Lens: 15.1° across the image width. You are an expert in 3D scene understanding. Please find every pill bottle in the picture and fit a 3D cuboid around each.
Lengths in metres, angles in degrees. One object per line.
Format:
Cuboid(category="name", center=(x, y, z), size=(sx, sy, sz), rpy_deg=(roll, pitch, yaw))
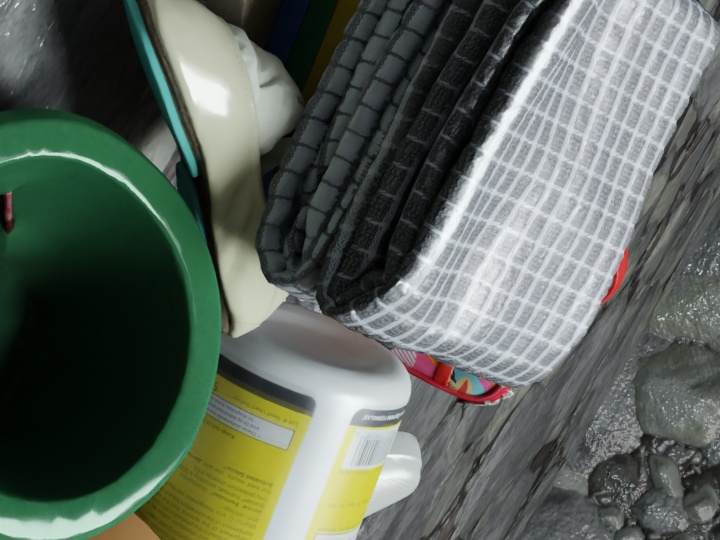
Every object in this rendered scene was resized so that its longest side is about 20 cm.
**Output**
Cuboid(category="pill bottle", center=(-0.058, 0.121, 1.325), size=(0.200, 0.112, 0.112), rpy_deg=(-69, 166, 13))

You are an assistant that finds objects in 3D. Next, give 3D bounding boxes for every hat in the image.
Cuboid(category="hat", center=(-0.168, 0.023, 1.108), size=(0.200, 0.176, 0.166), rpy_deg=(45, 66, -35))

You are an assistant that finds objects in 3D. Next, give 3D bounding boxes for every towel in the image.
Cuboid(category="towel", center=(0.062, -0.056, 1.123), size=(0.166, 0.086, 0.200), rpy_deg=(21, 98, -56))

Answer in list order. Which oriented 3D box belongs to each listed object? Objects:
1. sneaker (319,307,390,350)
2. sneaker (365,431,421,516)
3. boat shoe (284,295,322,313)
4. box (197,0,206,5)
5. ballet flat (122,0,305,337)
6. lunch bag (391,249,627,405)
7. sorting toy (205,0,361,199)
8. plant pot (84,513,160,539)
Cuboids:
Cuboid(category="sneaker", center=(0.000, 0.000, 1.360), size=(0.200, 0.070, 0.090), rpy_deg=(13, 95, -32))
Cuboid(category="sneaker", center=(-0.047, 0.162, 1.453), size=(0.200, 0.116, 0.074), rpy_deg=(-16, 152, -13))
Cuboid(category="boat shoe", center=(-0.062, 0.025, 1.399), size=(0.200, 0.075, 0.093), rpy_deg=(-65, 172, 18))
Cuboid(category="box", center=(-0.015, -0.153, 1.266), size=(0.200, 0.041, 0.156), rpy_deg=(-56, 166, -24))
Cuboid(category="ballet flat", center=(-0.051, -0.052, 1.110), size=(0.069, 0.069, 0.200), rpy_deg=(-53, 154, -30))
Cuboid(category="lunch bag", center=(0.069, -0.028, 1.562), size=(0.082, 0.176, 0.200), rpy_deg=(-41, 157, -57))
Cuboid(category="sorting toy", center=(0.011, -0.120, 1.193), size=(0.200, 0.070, 0.199), rpy_deg=(-51, 162, -34))
Cuboid(category="plant pot", center=(-0.155, 0.170, 1.100), size=(0.140, 0.200, 0.200), rpy_deg=(-54, 167, -50))
